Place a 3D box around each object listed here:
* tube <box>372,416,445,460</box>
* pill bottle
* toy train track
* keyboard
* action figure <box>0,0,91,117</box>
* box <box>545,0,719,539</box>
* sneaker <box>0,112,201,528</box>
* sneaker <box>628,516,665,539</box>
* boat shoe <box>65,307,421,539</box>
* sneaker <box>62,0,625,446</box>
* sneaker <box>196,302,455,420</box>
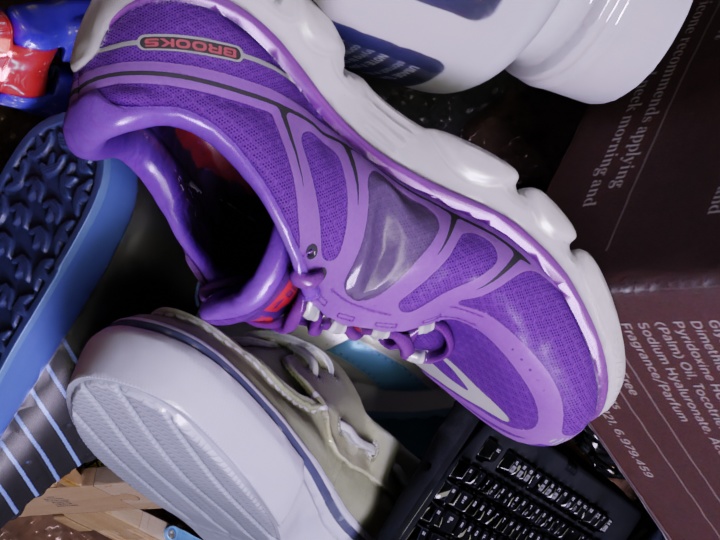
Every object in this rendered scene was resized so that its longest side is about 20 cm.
[{"bbox_3d":[-0.005,0.119,0.861,0.200,0.077,0.050,-63,147,-11],"label":"tube"},{"bbox_3d":[0.001,-0.119,0.747,0.200,0.111,0.111,17,114,-25],"label":"pill bottle"},{"bbox_3d":[-0.074,0.083,0.886,0.114,0.033,0.200,-7,150,41],"label":"toy train track"},{"bbox_3d":[0.067,0.087,0.848,0.104,0.040,0.200,-61,156,-3],"label":"keyboard"},{"bbox_3d":[-0.113,-0.077,0.774,0.200,0.099,0.065,-2,121,-42],"label":"action figure"},{"bbox_3d":[0.185,-0.003,0.790,0.200,0.166,0.164,-2,137,39],"label":"box"},{"bbox_3d":[-0.104,0.045,0.774,0.078,0.070,0.200,18,115,-42],"label":"sneaker"},{"bbox_3d":[0.147,0.086,0.957,0.200,0.070,0.082,-27,104,0],"label":"sneaker"},{"bbox_3d":[-0.031,0.050,0.761,0.062,0.072,0.200,-64,156,-16],"label":"boat shoe"},{"bbox_3d":[-0.009,-0.004,0.712,0.200,0.084,0.081,38,144,-23],"label":"sneaker"},{"bbox_3d":[0.000,0.000,0.843,0.199,0.077,0.081,-5,119,-17],"label":"sneaker"}]
